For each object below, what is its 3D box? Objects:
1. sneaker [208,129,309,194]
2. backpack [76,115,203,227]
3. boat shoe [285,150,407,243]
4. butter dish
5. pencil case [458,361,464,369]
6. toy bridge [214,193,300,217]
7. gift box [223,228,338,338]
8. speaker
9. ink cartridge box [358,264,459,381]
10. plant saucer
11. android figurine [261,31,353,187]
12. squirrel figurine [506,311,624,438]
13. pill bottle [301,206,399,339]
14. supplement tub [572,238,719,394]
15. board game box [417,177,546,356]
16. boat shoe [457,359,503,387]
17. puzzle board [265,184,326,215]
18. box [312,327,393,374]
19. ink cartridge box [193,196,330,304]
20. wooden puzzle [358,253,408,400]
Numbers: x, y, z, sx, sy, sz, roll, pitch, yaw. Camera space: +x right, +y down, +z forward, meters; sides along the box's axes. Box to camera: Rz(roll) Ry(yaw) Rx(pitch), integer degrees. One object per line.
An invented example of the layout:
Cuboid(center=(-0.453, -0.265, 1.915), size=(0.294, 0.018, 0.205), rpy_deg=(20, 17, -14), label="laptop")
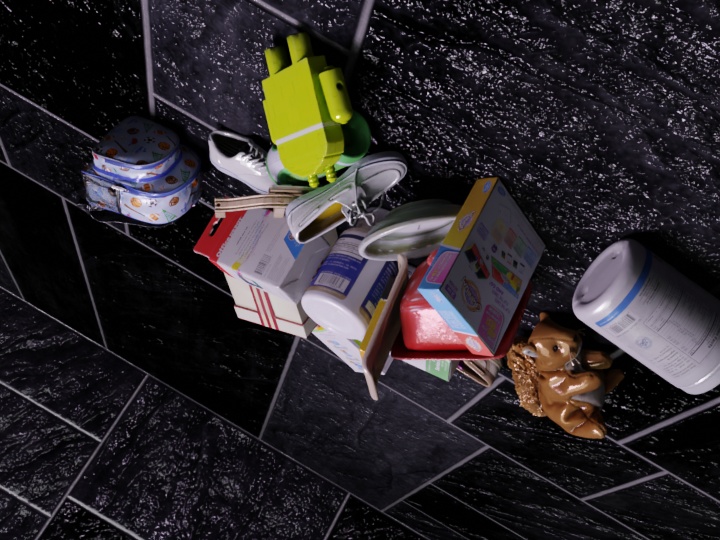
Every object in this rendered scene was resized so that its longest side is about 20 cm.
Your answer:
Cuboid(center=(-0.175, -0.176, 1.432), size=(0.199, 0.073, 0.071), rpy_deg=(21, 156, 20), label="sneaker")
Cuboid(center=(-0.383, -0.176, 1.555), size=(0.190, 0.200, 0.154), rpy_deg=(24, 142, 7), label="backpack")
Cuboid(center=(-0.015, -0.097, 1.262), size=(0.201, 0.086, 0.075), rpy_deg=(-26, 140, 8), label="boat shoe")
Cuboid(center=(0.142, 0.033, 1.324), size=(0.199, 0.200, 0.148), rpy_deg=(-4, 124, 30), label="butter dish")
Cuboid(center=(0.112, 0.110, 1.623), size=(0.199, 0.085, 0.093), rpy_deg=(21, 119, 21), label="pencil case")
Cuboid(center=(-0.125, -0.100, 1.326), size=(0.199, 0.027, 0.067), rpy_deg=(1, 170, -8), label="toy bridge")
Cuboid(center=(-0.121, -0.001, 1.579), size=(0.184, 0.200, 0.187), rpy_deg=(18, 137, 33), label="gift box")
Cuboid(center=(-0.067, -0.179, 1.286), size=(0.088, 0.089, 0.200), rpy_deg=(41, 154, -20), label="speaker")
Cuboid(center=(0.097, 0.082, 1.520), size=(0.199, 0.146, 0.088), rpy_deg=(23, 153, 18), label="ink cartridge box")
Cuboid(center=(0.092, -0.066, 1.294), size=(0.199, 0.050, 0.200), rpy_deg=(-10, 166, -2), label="plant saucer")
Cuboid(center=(-0.076, -0.213, 1.169), size=(0.182, 0.041, 0.201), rpy_deg=(-11, 96, 54), label="android figurine")
Cuboid(center=(0.319, 0.166, 1.449), size=(0.200, 0.142, 0.187), rpy_deg=(-5, 131, 48), label="squirrel figurine")
Cuboid(center=(0.000, 0.000, 1.411), size=(0.119, 0.200, 0.120), rpy_deg=(25, 155, 13), label="pill bottle")
Cuboid(center=(0.401, 0.061, 1.161), size=(0.200, 0.132, 0.132), rpy_deg=(34, 155, -8), label="supplement tub")
Cuboid(center=(0.175, -0.006, 1.206), size=(0.040, 0.200, 0.153), rpy_deg=(1, 141, 47), label="board game box")
Cuboid(center=(0.176, 0.158, 1.671), size=(0.199, 0.065, 0.071), rpy_deg=(25, 155, 12), label="boat shoe")
Cuboid(center=(-0.081, -0.111, 1.399), size=(0.150, 0.017, 0.200), rpy_deg=(1, 172, -11), label="puzzle board")
Cuboid(center=(-0.017, 0.107, 1.733), size=(0.200, 0.113, 0.101), rpy_deg=(44, 154, -29), label="box")
Cuboid(center=(-0.163, -0.036, 1.405), size=(0.200, 0.116, 0.067), rpy_deg=(22, 165, 33), label="ink cartridge box")
Cuboid(center=(0.037, 0.091, 1.367), size=(0.037, 0.201, 0.185), rpy_deg=(15, 161, 10), label="wooden puzzle")
